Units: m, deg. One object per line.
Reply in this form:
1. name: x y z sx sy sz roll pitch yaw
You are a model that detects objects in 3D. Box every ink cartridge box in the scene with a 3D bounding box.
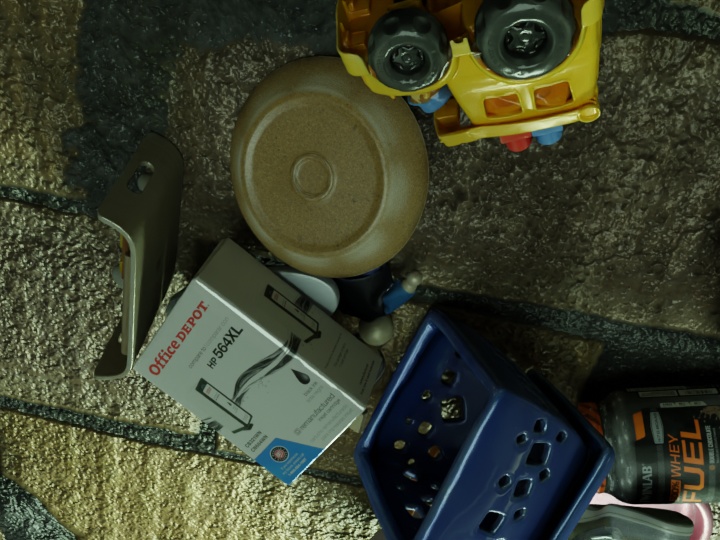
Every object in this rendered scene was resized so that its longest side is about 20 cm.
1. ink cartridge box: -0.101 0.091 0.776 0.199 0.085 0.146 37 122 -7

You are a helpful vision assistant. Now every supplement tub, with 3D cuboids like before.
1. supplement tub: 0.339 0.187 0.854 0.196 0.123 0.124 -5 126 11

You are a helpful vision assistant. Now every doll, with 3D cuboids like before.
1. doll: 0.000 0.000 0.806 0.134 0.049 0.202 2 129 22

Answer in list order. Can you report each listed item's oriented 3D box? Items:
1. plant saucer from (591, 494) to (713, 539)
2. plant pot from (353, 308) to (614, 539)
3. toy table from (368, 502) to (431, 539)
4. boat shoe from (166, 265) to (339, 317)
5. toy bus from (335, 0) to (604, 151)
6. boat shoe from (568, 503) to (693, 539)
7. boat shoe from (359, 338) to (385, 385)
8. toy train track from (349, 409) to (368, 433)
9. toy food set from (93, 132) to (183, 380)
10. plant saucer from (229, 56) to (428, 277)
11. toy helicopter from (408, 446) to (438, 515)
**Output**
1. plant saucer: 0.331 0.304 0.986 0.196 0.051 0.203 4 127 6
2. plant pot: 0.128 0.187 0.813 0.178 0.200 0.202 24 101 -21
3. toy table: 0.063 0.408 1.036 0.117 0.184 0.200 42 124 -4
4. boat shoe: -0.111 0.023 0.825 0.196 0.057 0.070 -7 117 20
5. toy bus: 0.098 -0.167 0.636 0.196 0.138 0.193 -8 141 16
6. boat shoe: 0.282 0.287 0.851 0.073 0.066 0.202 9 162 -17
7. boat shoe: -0.038 0.152 0.917 0.064 0.073 0.200 31 120 -33
8. toy train track: -0.072 0.115 0.872 0.198 0.032 0.117 27 115 25
9. toy food set: -0.226 -0.012 0.772 0.059 0.145 0.202 13 128 -2
10. plant saucer: -0.038 -0.086 0.711 0.196 0.035 0.204 6 108 18
11. toy helicopter: 0.097 0.294 0.948 0.132 0.200 0.079 43 167 -4
